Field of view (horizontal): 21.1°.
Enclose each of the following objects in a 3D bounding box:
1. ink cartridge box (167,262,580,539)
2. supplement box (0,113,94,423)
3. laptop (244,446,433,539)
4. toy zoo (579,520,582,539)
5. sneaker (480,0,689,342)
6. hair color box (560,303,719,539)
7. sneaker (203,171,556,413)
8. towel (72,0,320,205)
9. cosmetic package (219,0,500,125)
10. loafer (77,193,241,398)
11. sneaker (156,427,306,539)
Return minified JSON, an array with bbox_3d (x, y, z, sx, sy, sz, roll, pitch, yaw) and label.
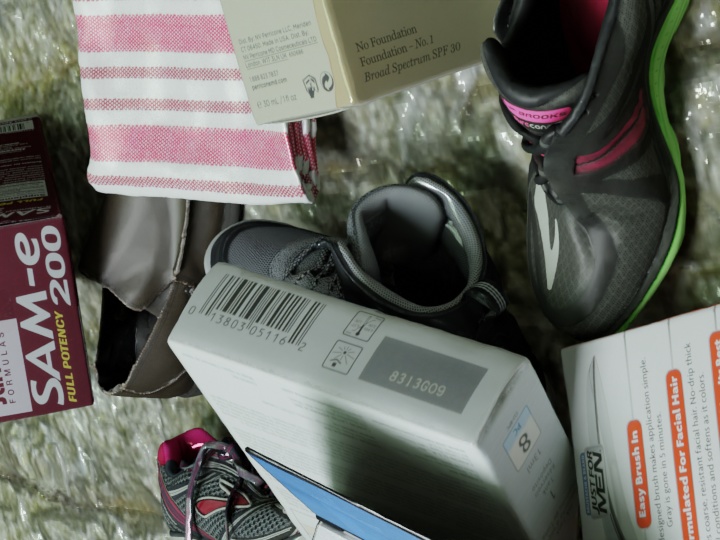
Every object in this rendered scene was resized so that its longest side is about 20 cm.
[{"bbox_3d":[0.025,0.089,0.819,0.159,0.047,0.200,16,152,35],"label":"ink cartridge box"},{"bbox_3d":[-0.190,-0.007,1.064,0.200,0.060,0.110,-121,23,-67],"label":"supplement box"},{"bbox_3d":[0.034,0.177,0.767,0.186,0.116,0.202,25,113,19],"label":"laptop"},{"bbox_3d":[0.121,0.189,0.852,0.131,0.020,0.202,20,124,49],"label":"toy zoo"},{"bbox_3d":[0.078,-0.064,0.726,0.076,0.083,0.202,27,128,44],"label":"sneaker"},{"bbox_3d":[0.159,0.064,0.680,0.199,0.063,0.112,-20,72,54],"label":"hair color box"},{"bbox_3d":[0.000,0.000,0.851,0.199,0.075,0.114,29,148,35],"label":"sneaker"},{"bbox_3d":[-0.088,-0.131,0.914,0.145,0.030,0.202,4,103,39],"label":"towel"},{"bbox_3d":[-0.013,-0.170,0.778,0.073,0.103,0.202,-4,106,52],"label":"cosmetic package"},{"bbox_3d":[-0.110,-0.011,1.015,0.073,0.071,0.202,30,130,41],"label":"loafer"},{"bbox_3d":[-0.053,0.119,1.001,0.199,0.080,0.075,-14,95,55],"label":"sneaker"}]
